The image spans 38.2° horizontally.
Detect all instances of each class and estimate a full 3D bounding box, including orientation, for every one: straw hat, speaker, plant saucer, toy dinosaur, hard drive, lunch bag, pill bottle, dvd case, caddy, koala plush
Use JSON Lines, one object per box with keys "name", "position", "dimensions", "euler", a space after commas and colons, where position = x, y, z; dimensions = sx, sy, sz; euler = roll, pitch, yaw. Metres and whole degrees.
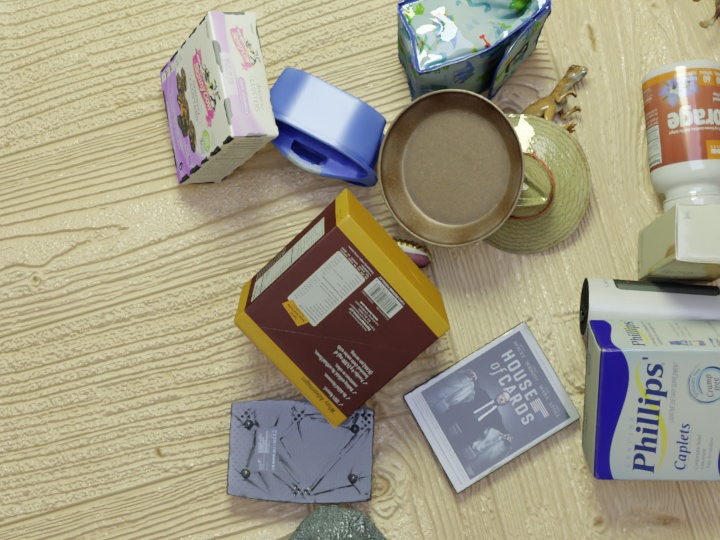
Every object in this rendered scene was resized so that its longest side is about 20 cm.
{"name": "straw hat", "position": [0.210, -0.113, 1.394], "dimensions": [0.197, 0.085, 0.206], "euler": [2, 99, 11]}
{"name": "speaker", "position": [0.394, 0.056, 1.394], "dimensions": [0.196, 0.081, 0.083], "euler": [4, 83, 4]}
{"name": "plant saucer", "position": [0.120, -0.133, 1.362], "dimensions": [0.196, 0.037, 0.205], "euler": [2, 97, 19]}
{"name": "toy dinosaur", "position": [0.243, -0.210, 1.456], "dimensions": [0.198, 0.061, 0.107], "euler": [-32, 62, -9]}
{"name": "hard drive", "position": [-0.080, 0.244, 1.412], "dimensions": [0.195, 0.042, 0.138], "euler": [2, 83, 2]}
{"name": "lunch bag", "position": [0.154, -0.307, 1.406], "dimensions": [0.196, 0.170, 0.130], "euler": [-18, 82, -1]}
{"name": "pill bottle", "position": [0.443, -0.170, 1.403], "dimensions": [0.110, 0.112, 0.205], "euler": [-4, 82, 2]}
{"name": "dvd case", "position": [0.178, 0.185, 1.416], "dimensions": [0.198, 0.025, 0.152], "euler": [-31, 83, -1]}
{"name": "caddy", "position": [-0.056, -0.183, 1.417], "dimensions": [0.197, 0.142, 0.106], "euler": [28, 80, 6]}
{"name": "koala plush", "position": [-0.026, 0.397, 1.306], "dimensions": [0.174, 0.200, 0.187], "euler": [-21, 85, 0]}

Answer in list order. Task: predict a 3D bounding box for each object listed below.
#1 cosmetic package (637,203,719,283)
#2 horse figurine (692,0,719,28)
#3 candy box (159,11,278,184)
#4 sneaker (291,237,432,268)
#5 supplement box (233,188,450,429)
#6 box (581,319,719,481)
{"name": "cosmetic package", "position": [0.429, -0.031, 1.341], "dimensions": [0.103, 0.200, 0.073], "euler": [2, 83, 4]}
{"name": "horse figurine", "position": [0.484, -0.423, 1.459], "dimensions": [0.132, 0.050, 0.200], "euler": [-37, 74, -19]}
{"name": "candy box", "position": [-0.194, -0.227, 1.398], "dimensions": [0.070, 0.199, 0.171], "euler": [-6, 80, -31]}
{"name": "sneaker", "position": [0.000, 0.000, 1.431], "dimensions": [0.196, 0.075, 0.092], "euler": [4, 96, 6]}
{"name": "supplement box", "position": [-0.024, 0.048, 1.338], "dimensions": [0.199, 0.133, 0.198], "euler": [-41, 104, 11]}
{"name": "box", "position": [0.391, 0.166, 1.332], "dimensions": [0.195, 0.105, 0.188], "euler": [0, 109, 3]}
